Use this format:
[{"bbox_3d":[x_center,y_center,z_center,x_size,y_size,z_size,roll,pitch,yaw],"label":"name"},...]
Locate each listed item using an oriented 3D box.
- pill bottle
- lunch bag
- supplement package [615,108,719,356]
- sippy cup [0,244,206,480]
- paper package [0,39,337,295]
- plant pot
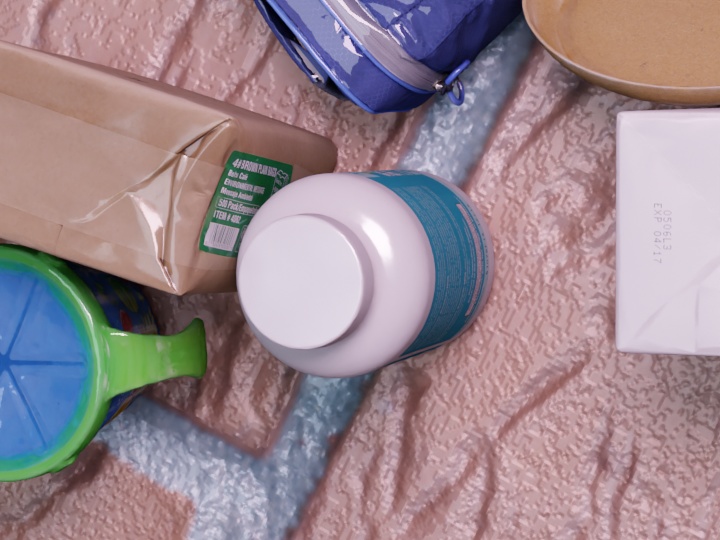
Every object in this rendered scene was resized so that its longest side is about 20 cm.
[{"bbox_3d":[0.000,0.000,1.169,0.110,0.200,0.111,1,94,18],"label":"pill bottle"},{"bbox_3d":[0.002,-0.178,1.192,0.132,0.136,0.200,-40,82,17],"label":"lunch bag"},{"bbox_3d":[0.210,-0.024,1.098,0.119,0.200,0.122,1,95,18],"label":"supplement package"},{"bbox_3d":[-0.188,0.048,1.263,0.178,0.130,0.140,35,105,13],"label":"sippy cup"},{"bbox_3d":[-0.133,-0.059,1.208,0.190,0.200,0.104,17,94,15],"label":"paper package"},{"bbox_3d":[0.186,-0.143,1.123,0.199,0.200,0.028,5,130,18],"label":"plant pot"}]
